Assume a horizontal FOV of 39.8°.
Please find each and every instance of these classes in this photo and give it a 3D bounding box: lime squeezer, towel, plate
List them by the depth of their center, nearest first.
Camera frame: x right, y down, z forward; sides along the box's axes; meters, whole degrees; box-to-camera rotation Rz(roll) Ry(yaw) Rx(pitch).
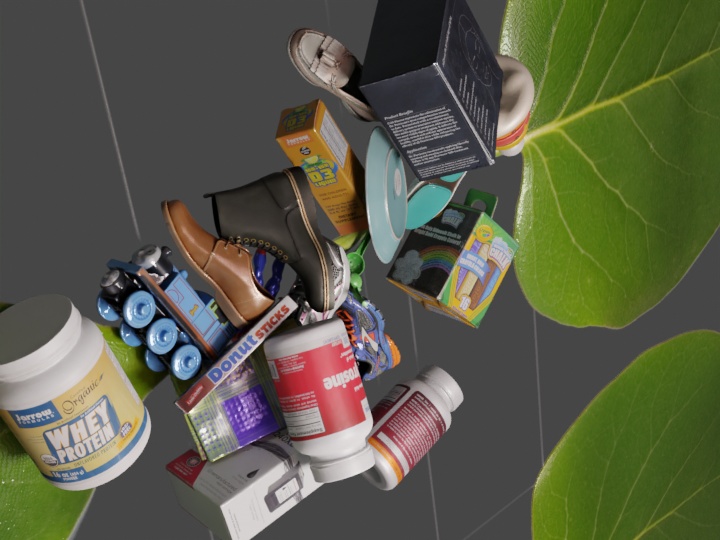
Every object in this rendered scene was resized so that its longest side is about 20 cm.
[{"bbox_3d":[-0.146,0.163,1.366,0.200,0.023,0.144,-21,99,-14],"label":"towel"},{"bbox_3d":[0.042,-0.111,1.450,0.200,0.026,0.201,-3,90,-74],"label":"plate"},{"bbox_3d":[0.000,0.000,1.478,0.038,0.071,0.200,49,32,-30],"label":"lime squeezer"}]

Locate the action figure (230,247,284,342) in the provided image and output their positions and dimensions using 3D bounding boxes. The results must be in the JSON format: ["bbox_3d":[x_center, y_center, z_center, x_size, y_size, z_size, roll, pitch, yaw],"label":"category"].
[{"bbox_3d":[-0.140,0.039,1.388,0.065,0.052,0.200,17,95,-32],"label":"action figure"}]

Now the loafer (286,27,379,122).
[{"bbox_3d":[-0.018,-0.271,1.387,0.200,0.063,0.072,35,81,-44],"label":"loafer"}]

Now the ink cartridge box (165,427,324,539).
[{"bbox_3d":[-0.146,0.275,1.398,0.200,0.145,0.083,-32,123,-31],"label":"ink cartridge box"}]

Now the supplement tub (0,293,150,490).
[{"bbox_3d":[-0.347,0.142,1.162,0.145,0.145,0.200,-41,128,-26],"label":"supplement tub"}]

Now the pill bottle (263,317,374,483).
[{"bbox_3d":[-0.049,0.171,1.316,0.112,0.112,0.200,-18,92,-38],"label":"pill bottle"}]

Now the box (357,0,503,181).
[{"bbox_3d":[0.106,-0.270,1.409,0.197,0.124,0.200,54,36,-41],"label":"box"}]

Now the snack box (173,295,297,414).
[{"bbox_3d":[-0.164,0.111,1.310,0.200,0.072,0.024,-44,94,-14],"label":"snack box"}]

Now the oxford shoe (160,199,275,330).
[{"bbox_3d":[-0.182,-0.020,1.286,0.071,0.071,0.200,-32,112,10],"label":"oxford shoe"}]

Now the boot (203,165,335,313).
[{"bbox_3d":[-0.120,-0.027,1.330,0.138,0.077,0.200,-16,85,-20],"label":"boot"}]

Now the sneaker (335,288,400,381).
[{"bbox_3d":[-0.003,0.099,1.526,0.078,0.075,0.200,-44,128,-19],"label":"sneaker"}]

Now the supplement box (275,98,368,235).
[{"bbox_3d":[-0.042,-0.141,1.393,0.200,0.066,0.069,56,32,-38],"label":"supplement box"}]

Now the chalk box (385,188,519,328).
[{"bbox_3d":[0.159,-0.033,1.595,0.124,0.125,0.200,37,80,-44],"label":"chalk box"}]

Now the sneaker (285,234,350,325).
[{"bbox_3d":[-0.075,0.048,1.422,0.086,0.080,0.200,-7,108,-55],"label":"sneaker"}]

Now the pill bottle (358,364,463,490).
[{"bbox_3d":[0.073,0.250,1.620,0.200,0.113,0.113,-42,129,-24],"label":"pill bottle"}]

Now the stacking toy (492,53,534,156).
[{"bbox_3d":[0.226,-0.244,1.606,0.146,0.146,0.200,-63,152,-6],"label":"stacking toy"}]

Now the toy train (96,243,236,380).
[{"bbox_3d":[-0.249,0.053,1.272,0.114,0.087,0.200,-55,133,-26],"label":"toy train"}]

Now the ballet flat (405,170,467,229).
[{"bbox_3d":[0.120,-0.148,1.540,0.069,0.069,0.200,-2,140,-43],"label":"ballet flat"}]
